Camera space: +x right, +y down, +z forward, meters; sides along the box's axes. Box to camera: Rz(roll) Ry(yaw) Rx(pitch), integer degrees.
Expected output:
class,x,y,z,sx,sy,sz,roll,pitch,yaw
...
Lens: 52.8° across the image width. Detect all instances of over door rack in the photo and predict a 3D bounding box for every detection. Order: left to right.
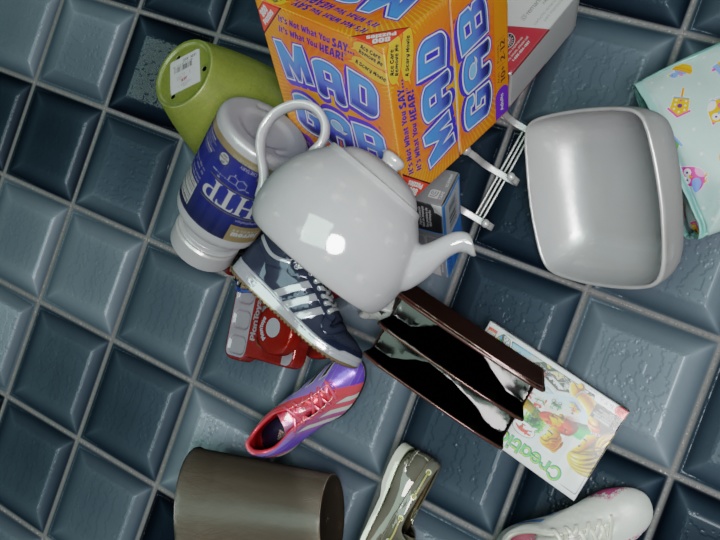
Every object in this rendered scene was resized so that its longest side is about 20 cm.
class,x,y,z,sx,sy,sz,roll,pitch,yaw
over door rack,0.121,-0.165,0.956,0.198,0.066,0.150,33,95,20

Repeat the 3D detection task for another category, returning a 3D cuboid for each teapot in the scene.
class,x,y,z,sx,sy,sz,roll,pitch,yaw
teapot,-0.011,-0.066,0.762,0.147,0.199,0.197,-52,36,4

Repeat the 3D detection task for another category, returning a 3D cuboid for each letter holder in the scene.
class,x,y,z,sx,sy,sz,roll,pitch,yaw
letter holder,0.105,0.111,0.843,0.198,0.142,0.102,33,97,10

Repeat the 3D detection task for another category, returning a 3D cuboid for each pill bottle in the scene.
class,x,y,z,sx,sy,sz,roll,pitch,yaw
pill bottle,-0.158,-0.098,0.898,0.120,0.119,0.201,49,125,17

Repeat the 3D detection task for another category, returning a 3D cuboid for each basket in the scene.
class,x,y,z,sx,sy,sz,roll,pitch,yaw
basket,-0.129,0.328,0.970,0.195,0.136,0.185,-4,96,15

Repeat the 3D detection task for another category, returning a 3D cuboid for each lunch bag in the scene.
class,x,y,z,sx,sy,sz,roll,pitch,yaw
lunch bag,0.419,-0.156,0.819,0.168,0.122,0.204,-22,84,17

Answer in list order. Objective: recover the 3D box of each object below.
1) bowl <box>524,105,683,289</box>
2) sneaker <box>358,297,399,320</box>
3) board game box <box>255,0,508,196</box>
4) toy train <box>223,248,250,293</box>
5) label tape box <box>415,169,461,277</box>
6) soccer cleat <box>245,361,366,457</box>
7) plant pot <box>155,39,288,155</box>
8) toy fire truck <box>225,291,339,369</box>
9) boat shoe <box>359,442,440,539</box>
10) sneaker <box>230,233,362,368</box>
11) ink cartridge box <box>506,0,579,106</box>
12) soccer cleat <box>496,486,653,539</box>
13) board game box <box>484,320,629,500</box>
class,x,y,z,sx,sy,sz,roll,pitch,yaw
bowl,0.285,-0.087,0.832,0.199,0.073,0.205,13,116,61
sneaker,0.000,0.000,0.932,0.080,0.202,0.076,0,46,32
board game box,0.034,-0.246,0.837,0.198,0.202,0.199,32,63,33
toy train,-0.181,-0.017,1.019,0.200,0.033,0.047,44,120,54
label tape box,0.029,-0.080,0.935,0.196,0.145,0.064,17,59,21
soccer cleat,-0.074,0.189,0.990,0.199,0.073,0.069,-40,73,13
plant pot,-0.175,-0.214,0.976,0.184,0.199,0.191,-10,68,27
toy fire truck,-0.114,0.034,1.009,0.165,0.111,0.205,7,86,36
boat shoe,0.044,0.330,0.935,0.059,0.072,0.206,19,88,25
sneaker,-0.054,0.020,0.880,0.199,0.070,0.109,40,92,8
ink cartridge box,0.158,-0.334,0.933,0.199,0.083,0.147,39,84,18
soccer cleat,0.250,0.316,0.853,0.197,0.086,0.071,-26,77,16
board game box,0.215,0.171,0.907,0.198,0.035,0.128,33,97,20
